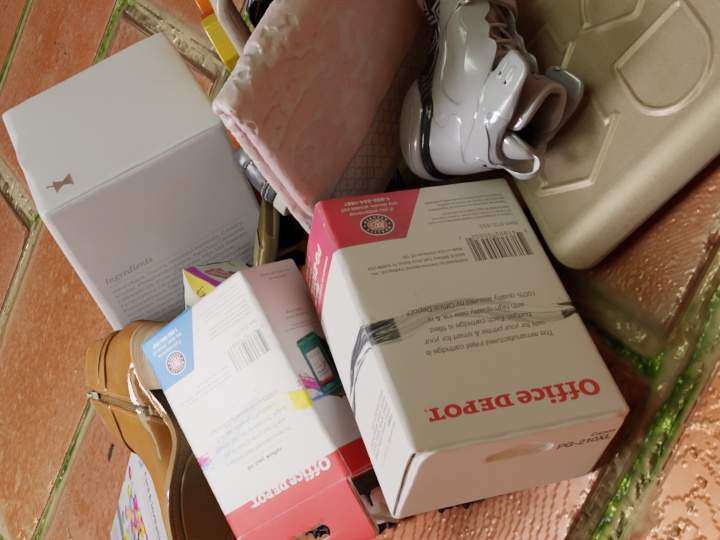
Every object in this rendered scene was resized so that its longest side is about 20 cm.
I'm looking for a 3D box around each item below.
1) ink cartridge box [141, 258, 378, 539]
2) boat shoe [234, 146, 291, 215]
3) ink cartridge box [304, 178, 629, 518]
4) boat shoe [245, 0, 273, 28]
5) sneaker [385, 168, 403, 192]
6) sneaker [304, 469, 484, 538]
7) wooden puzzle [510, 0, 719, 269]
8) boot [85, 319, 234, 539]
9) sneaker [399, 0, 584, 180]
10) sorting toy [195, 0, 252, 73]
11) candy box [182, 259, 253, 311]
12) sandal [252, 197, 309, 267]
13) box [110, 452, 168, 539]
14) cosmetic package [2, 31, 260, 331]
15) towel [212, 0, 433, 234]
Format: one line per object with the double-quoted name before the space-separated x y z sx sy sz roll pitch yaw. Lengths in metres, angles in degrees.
"ink cartridge box" -0.058 0.108 0.757 0.116 0.067 0.201 -34 79 30
"boat shoe" -0.024 -0.124 0.842 0.063 0.200 0.073 36 143 6
"ink cartridge box" 0.061 0.044 0.694 0.085 0.144 0.201 103 153 -48
"boat shoe" -0.067 -0.250 1.008 0.072 0.072 0.200 -58 42 21
"sneaker" 0.000 0.000 0.822 0.099 0.070 0.201 86 -176 -69
"sneaker" 0.010 0.147 0.803 0.199 0.066 0.091 -25 56 38
"wooden puzzle" 0.168 -0.129 0.714 0.185 0.046 0.201 -47 51 32
"boot" -0.169 0.141 0.883 0.154 0.073 0.202 -10 84 49
"sneaker" 0.094 -0.156 0.715 0.115 0.075 0.202 13 97 47
"sorting toy" -0.101 -0.188 0.912 0.036 0.201 0.186 -26 40 1
"candy box" -0.092 0.106 0.891 0.136 0.061 0.202 23 117 51
"sandal" -0.053 -0.033 0.884 0.200 0.054 0.081 -58 -25 -76
"box" -0.186 0.256 0.977 0.201 0.041 0.157 -65 37 42
"cosmetic package" -0.189 -0.064 0.955 0.166 0.201 0.168 -28 46 -8
"towel" -0.006 -0.135 0.724 0.032 0.191 0.201 17 69 30
